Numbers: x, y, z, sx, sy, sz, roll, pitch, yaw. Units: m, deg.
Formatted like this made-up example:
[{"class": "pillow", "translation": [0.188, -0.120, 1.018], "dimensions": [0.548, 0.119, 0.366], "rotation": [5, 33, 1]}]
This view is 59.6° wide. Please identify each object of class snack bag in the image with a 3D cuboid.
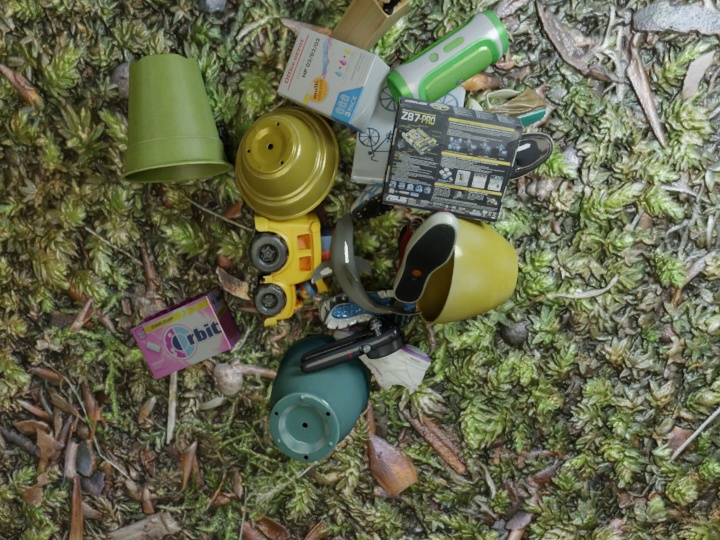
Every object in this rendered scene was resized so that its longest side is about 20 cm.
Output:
[{"class": "snack bag", "translation": [0.083, -0.231, 1.071], "dimensions": [0.182, 0.021, 0.206], "rotation": [7, 76, 0]}]

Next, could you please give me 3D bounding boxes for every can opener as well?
[{"class": "can opener", "translation": [-0.017, 0.141, 1.131], "dimensions": [0.194, 0.063, 0.081], "rotation": [-18, 103, -3]}]

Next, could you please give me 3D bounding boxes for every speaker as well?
[{"class": "speaker", "translation": [0.142, -0.339, 1.034], "dimensions": [0.197, 0.088, 0.090], "rotation": [-33, 99, 0]}]

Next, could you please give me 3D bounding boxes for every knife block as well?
[{"class": "knife block", "translation": [0.022, -0.420, 1.002], "dimensions": [0.199, 0.176, 0.064], "rotation": [-40, 96, 16]}]

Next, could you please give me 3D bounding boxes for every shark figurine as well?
[{"class": "shark figurine", "translation": [0.002, 0.023, 1.099], "dimensions": [0.128, 0.089, 0.216], "rotation": [-41, 99, -12]}]

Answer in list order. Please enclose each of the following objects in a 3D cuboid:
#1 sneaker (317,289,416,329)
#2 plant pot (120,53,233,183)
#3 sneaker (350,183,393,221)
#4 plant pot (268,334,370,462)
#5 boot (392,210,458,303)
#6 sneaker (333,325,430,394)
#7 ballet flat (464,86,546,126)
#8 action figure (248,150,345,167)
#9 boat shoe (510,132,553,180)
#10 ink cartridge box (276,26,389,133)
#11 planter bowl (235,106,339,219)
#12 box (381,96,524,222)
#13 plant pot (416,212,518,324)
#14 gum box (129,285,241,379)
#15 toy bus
[{"class": "sneaker", "translation": [0.009, 0.065, 1.193], "dimensions": [0.194, 0.087, 0.078], "rotation": [3, 99, -17]}, {"class": "plant pot", "translation": [-0.332, -0.267, 1.105], "dimensions": [0.194, 0.200, 0.196], "rotation": [-6, 93, 10]}, {"class": "sneaker", "translation": [0.054, -0.169, 1.120], "dimensions": [0.200, 0.072, 0.073], "rotation": [-44, 61, 5]}, {"class": "plant pot", "translation": [-0.087, 0.252, 1.194], "dimensions": [0.193, 0.188, 0.207], "rotation": [2, 105, 8]}, {"class": "boot", "translation": [0.105, -0.061, 1.049], "dimensions": [0.070, 0.147, 0.202], "rotation": [16, 141, -10]}, {"class": "sneaker", "translation": [0.033, 0.173, 1.210], "dimensions": [0.195, 0.075, 0.102], "rotation": [23, 101, 2]}, {"class": "ballet flat", "translation": [0.219, -0.259, 1.049], "dimensions": [0.196, 0.068, 0.074], "rotation": [-25, 75, -14]}, {"class": "action figure", "translation": [-0.122, -0.199, 1.143], "dimensions": [0.193, 0.069, 0.135], "rotation": [-3, 98, 5]}, {"class": "boat shoe", "translation": [0.242, -0.185, 1.091], "dimensions": [0.194, 0.063, 0.075], "rotation": [-16, 102, 12]}, {"class": "ink cartridge box", "translation": [-0.062, -0.325, 1.055], "dimensions": [0.197, 0.067, 0.118], "rotation": [28, 99, 24]}, {"class": "planter bowl", "translation": [-0.139, -0.196, 1.063], "dimensions": [0.194, 0.083, 0.207], "rotation": [-3, 79, 13]}, {"class": "box", "translation": [0.140, -0.171, 0.990], "dimensions": [0.193, 0.050, 0.165], "rotation": [8, 121, -2]}, {"class": "plant pot", "translation": [0.190, -0.004, 1.098], "dimensions": [0.138, 0.200, 0.206], "rotation": [6, 107, -13]}, {"class": "gum box", "translation": [-0.354, 0.127, 1.263], "dimensions": [0.195, 0.066, 0.116], "rotation": [-22, 102, 14]}, {"class": "toy bus", "translation": [-0.110, -0.012, 1.169], "dimensions": [0.186, 0.136, 0.206], "rotation": [-3, 108, -7]}]
